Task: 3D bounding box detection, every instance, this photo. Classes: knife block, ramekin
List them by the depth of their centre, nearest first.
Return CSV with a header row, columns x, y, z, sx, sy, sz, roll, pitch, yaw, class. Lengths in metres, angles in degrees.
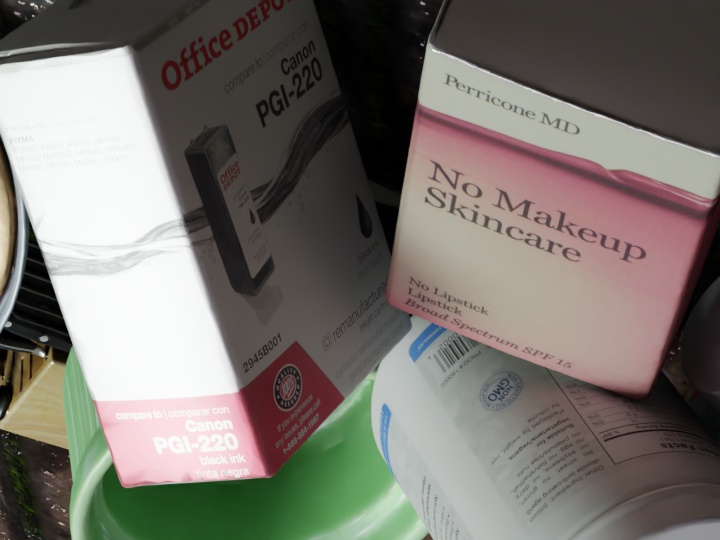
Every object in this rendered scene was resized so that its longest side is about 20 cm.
x,y,z,sx,sy,sz,roll,pitch,yaw,class
-0.054,0.076,1.407,0.199,0.098,0.201,-11,140,-9,ramekin
-0.156,0.056,1.499,0.175,0.064,0.200,-10,142,9,knife block

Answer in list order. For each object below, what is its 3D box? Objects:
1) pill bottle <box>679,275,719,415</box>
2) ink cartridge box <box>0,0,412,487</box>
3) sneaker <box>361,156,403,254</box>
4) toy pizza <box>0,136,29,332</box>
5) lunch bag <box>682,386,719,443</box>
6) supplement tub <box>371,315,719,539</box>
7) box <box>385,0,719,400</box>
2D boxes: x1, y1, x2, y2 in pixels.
x,y,z,sx,sy,sz,roll,pitch,yaw,class
0.232,0.079,1.262,0.111,0.112,0.200,-11,135,46,pill bottle
-0.066,-0.029,1.207,0.084,0.146,0.201,-6,113,32,ink cartridge box
0.000,0.000,1.338,0.199,0.083,0.072,26,151,-2,sneaker
-0.241,-0.043,1.392,0.200,0.032,0.201,16,115,37,toy pizza
0.187,0.158,1.373,0.200,0.075,0.161,56,173,36,lunch bag
0.096,0.101,1.255,0.132,0.132,0.200,55,-179,-41,supplement tub
0.092,-0.055,1.158,0.127,0.109,0.200,21,150,8,box
